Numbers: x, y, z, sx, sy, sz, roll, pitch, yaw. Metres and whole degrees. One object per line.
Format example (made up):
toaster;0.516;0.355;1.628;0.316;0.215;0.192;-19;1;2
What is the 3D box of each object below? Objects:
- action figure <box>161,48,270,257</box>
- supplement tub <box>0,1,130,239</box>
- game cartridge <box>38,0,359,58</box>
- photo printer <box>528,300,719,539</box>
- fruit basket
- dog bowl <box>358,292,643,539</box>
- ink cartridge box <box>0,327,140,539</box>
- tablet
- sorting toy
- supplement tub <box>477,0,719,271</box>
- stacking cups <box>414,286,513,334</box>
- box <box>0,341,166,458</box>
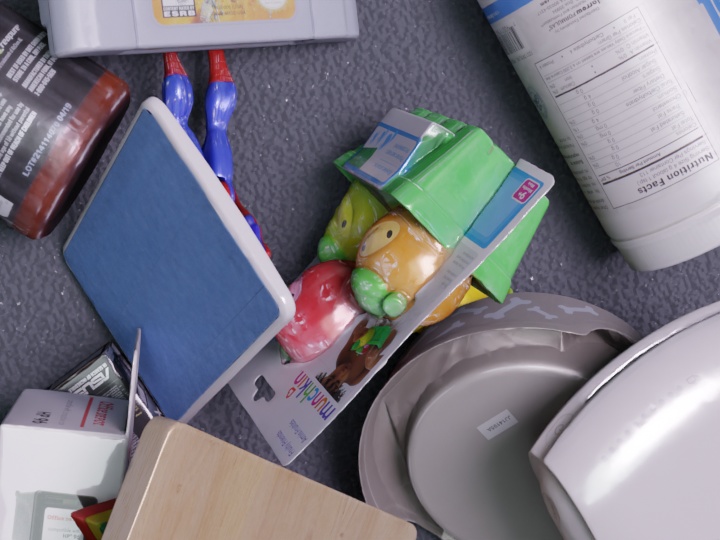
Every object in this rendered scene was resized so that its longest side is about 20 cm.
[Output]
action figure;-0.089;-0.048;0.799;0.065;0.051;0.202;6;65;-45
supplement tub;-0.235;-0.111;0.781;0.199;0.107;0.108;33;89;-7
game cartridge;-0.089;-0.191;0.783;0.198;0.041;0.135;-11;100;-37
photo printer;0.190;0.123;0.736;0.165;0.069;0.201;-32;106;-8
fruit basket;0.000;0.000;0.779;0.200;0.185;0.094;-42;111;-3
dog bowl;0.099;0.101;0.820;0.197;0.059;0.202;3;121;5
ink cartridge box;-0.160;0.133;0.749;0.067;0.116;0.203;7;93;-9
tablet;-0.104;0.003;0.758;0.014;0.200;0.131;-30;83;-33
sorting toy;-0.083;0.191;0.698;0.198;0.069;0.202;32;74;-46
supplement tub;0.165;-0.117;0.818;0.131;0.132;0.201;-32;97;-4
stacking cups;0.123;0.066;0.858;0.199;0.060;0.061;34;89;-8
box;-0.182;0.166;0.833;0.199;0.050;0.158;-37;98;-3
